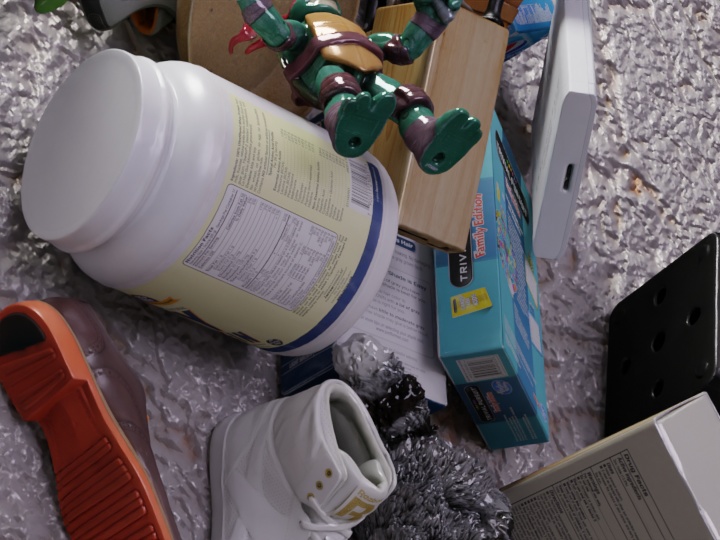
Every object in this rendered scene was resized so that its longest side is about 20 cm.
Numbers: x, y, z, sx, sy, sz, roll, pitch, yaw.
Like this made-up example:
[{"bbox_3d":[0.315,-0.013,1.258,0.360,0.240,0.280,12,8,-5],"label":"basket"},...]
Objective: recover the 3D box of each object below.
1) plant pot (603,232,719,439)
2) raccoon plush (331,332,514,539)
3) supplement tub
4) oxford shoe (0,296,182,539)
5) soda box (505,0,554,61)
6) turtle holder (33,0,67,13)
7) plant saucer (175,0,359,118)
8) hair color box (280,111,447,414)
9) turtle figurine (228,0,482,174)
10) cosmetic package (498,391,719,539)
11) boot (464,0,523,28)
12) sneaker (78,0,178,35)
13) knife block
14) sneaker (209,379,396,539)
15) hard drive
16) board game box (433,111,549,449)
[{"bbox_3d":[0.294,0.084,1.721,0.177,0.199,0.200,25,51,-21],"label":"plant pot"},{"bbox_3d":[0.007,0.158,1.437,0.200,0.097,0.134,51,45,-15],"label":"raccoon plush"},{"bbox_3d":[-0.092,-0.042,1.410,0.200,0.145,0.145,24,52,-35],"label":"supplement tub"},{"bbox_3d":[-0.140,0.103,1.335,0.073,0.071,0.200,-16,79,-55],"label":"oxford shoe"},{"bbox_3d":[0.078,-0.262,1.782,0.064,0.068,0.200,-12,77,-49],"label":"soda box"},{"bbox_3d":[-0.216,-0.248,1.391,0.132,0.185,0.141,62,-5,29],"label":"turtle holder"},{"bbox_3d":[-0.067,-0.184,1.542,0.200,0.035,0.200,-35,135,-46],"label":"plant saucer"},{"bbox_3d":[0.000,0.000,1.549,0.100,0.060,0.200,23,52,-35],"label":"hair color box"},{"bbox_3d":[-0.007,-0.141,1.429,0.149,0.101,0.200,-7,43,-22],"label":"turtle figurine"},{"bbox_3d":[0.160,0.167,1.510,0.071,0.200,0.105,-22,84,-50],"label":"cosmetic package"},{"bbox_3d":[0.109,-0.215,1.686,0.077,0.200,0.156,63,40,-76],"label":"boot"},{"bbox_3d":[-0.125,-0.200,1.541,0.200,0.074,0.079,-14,102,-53],"label":"sneaker"},{"bbox_3d":[0.056,-0.136,1.492,0.064,0.176,0.200,20,32,-36],"label":"knife block"},{"bbox_3d":[-0.032,0.164,1.376,0.074,0.115,0.200,15,59,-43],"label":"sneaker"},{"bbox_3d":[0.148,-0.113,1.684,0.027,0.132,0.200,8,29,-1],"label":"hard drive"},{"bbox_3d":[0.089,0.003,1.599,0.151,0.047,0.200,61,23,-57],"label":"board game box"}]
